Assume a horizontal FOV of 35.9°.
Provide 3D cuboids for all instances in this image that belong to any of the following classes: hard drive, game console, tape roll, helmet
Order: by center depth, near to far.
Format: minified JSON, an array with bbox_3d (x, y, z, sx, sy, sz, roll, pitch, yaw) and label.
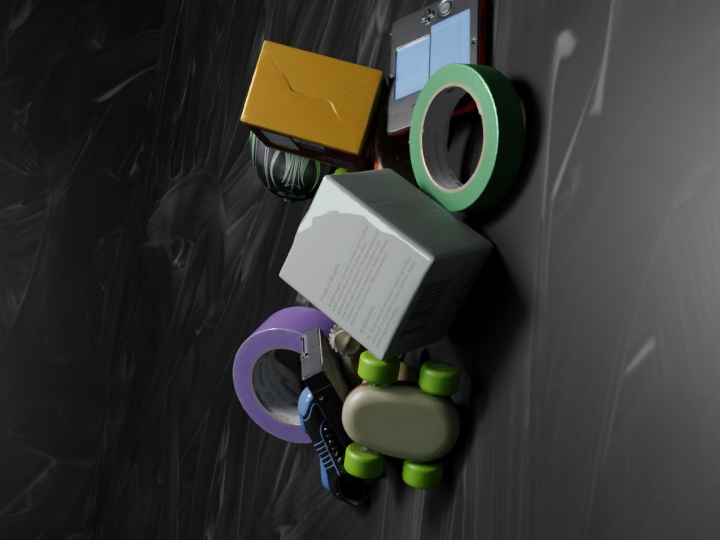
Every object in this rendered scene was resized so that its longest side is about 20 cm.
[{"bbox_3d":[0.142,-0.180,1.519,0.200,0.048,0.202,6,97,58],"label":"tape roll"},{"bbox_3d":[-0.024,0.192,1.601,0.038,0.201,0.140,-28,21,7],"label":"hard drive"},{"bbox_3d":[0.110,-0.311,1.656,0.176,0.031,0.201,-13,64,36],"label":"game console"},{"bbox_3d":[-0.096,0.165,1.753,0.201,0.199,0.085,-64,-9,30],"label":"tape roll"},{"bbox_3d":[-0.108,-0.234,1.992,0.191,0.199,0.201,111,162,-64],"label":"helmet"}]

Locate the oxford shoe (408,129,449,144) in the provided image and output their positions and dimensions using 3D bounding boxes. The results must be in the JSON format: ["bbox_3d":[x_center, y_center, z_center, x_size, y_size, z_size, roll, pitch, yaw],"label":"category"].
[{"bbox_3d":[0.100,-0.269,1.709,0.075,0.057,0.201,136,141,-55],"label":"oxford shoe"}]

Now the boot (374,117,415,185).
[{"bbox_3d":[0.044,-0.143,1.762,0.107,0.075,0.201,130,144,-57],"label":"boot"}]

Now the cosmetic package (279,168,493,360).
[{"bbox_3d":[0.034,-0.014,1.490,0.200,0.165,0.165,39,117,24],"label":"cosmetic package"}]

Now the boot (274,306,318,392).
[{"bbox_3d":[-0.080,0.112,1.865,0.211,0.079,0.159,38,129,48],"label":"boot"}]

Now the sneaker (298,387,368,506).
[{"bbox_3d":[-0.033,0.263,1.667,0.078,0.070,0.201,21,135,52],"label":"sneaker"}]

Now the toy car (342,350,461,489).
[{"bbox_3d":[0.061,0.178,1.533,0.200,0.157,0.165,-68,-12,-74],"label":"toy car"}]

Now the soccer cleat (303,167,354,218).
[{"bbox_3d":[-0.048,-0.119,1.978,0.081,0.067,0.200,-57,1,-33],"label":"soccer cleat"}]

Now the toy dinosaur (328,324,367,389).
[{"bbox_3d":[-0.001,0.133,1.611,0.102,0.076,0.201,-63,-35,-56],"label":"toy dinosaur"}]

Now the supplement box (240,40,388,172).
[{"bbox_3d":[-0.062,-0.256,1.793,0.200,0.196,0.134,39,-112,-81],"label":"supplement box"}]
